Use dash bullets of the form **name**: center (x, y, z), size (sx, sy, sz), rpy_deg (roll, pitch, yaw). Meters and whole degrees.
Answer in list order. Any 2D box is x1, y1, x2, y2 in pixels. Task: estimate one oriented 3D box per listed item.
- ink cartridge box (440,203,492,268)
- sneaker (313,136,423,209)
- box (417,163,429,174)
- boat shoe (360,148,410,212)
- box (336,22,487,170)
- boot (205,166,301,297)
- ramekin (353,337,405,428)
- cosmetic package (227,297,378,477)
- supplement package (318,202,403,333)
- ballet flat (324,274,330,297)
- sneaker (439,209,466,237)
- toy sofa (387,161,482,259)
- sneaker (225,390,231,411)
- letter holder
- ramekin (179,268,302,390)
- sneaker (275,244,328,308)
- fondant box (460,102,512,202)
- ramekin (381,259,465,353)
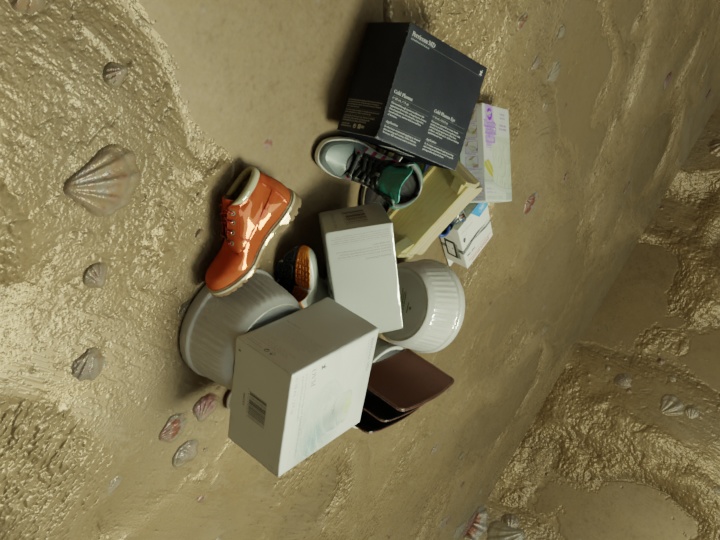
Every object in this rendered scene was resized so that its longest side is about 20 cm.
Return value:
- **ink cartridge box**: center (0.250, -0.090, 1.637), size (0.116, 0.068, 0.200), rpy_deg (-50, 148, -17)
- **sneaker**: center (0.027, -0.159, 1.155), size (0.200, 0.121, 0.084), rpy_deg (13, 104, -34)
- **box**: center (0.162, -0.201, 1.439), size (0.200, 0.048, 0.122), rpy_deg (2, 112, -56)
- **boat shoe**: center (0.059, -0.175, 1.284), size (0.074, 0.073, 0.200), rpy_deg (-8, 121, -53)
- **box**: center (0.088, -0.284, 1.148), size (0.200, 0.104, 0.182), rpy_deg (13, 97, -43)
- **boot**: center (-0.186, -0.059, 1.036), size (0.107, 0.075, 0.200), rpy_deg (38, 84, -44)
- **ramekin**: center (0.005, 0.232, 1.508), size (0.200, 0.098, 0.201), rpy_deg (-35, 140, -36)
- **cosmetic package**: center (-0.090, 0.179, 1.103), size (0.200, 0.123, 0.200), rpy_deg (-25, 134, -46)
- **supplement package**: center (0.000, 0.000, 1.214), size (0.117, 0.117, 0.200), rpy_deg (-10, 113, -6)
- **ballet flat**: center (-0.047, 0.060, 1.329), size (0.067, 0.068, 0.200), rpy_deg (-24, 132, -34)
- **sneaker**: center (0.141, -0.096, 1.395), size (0.075, 0.079, 0.200), rpy_deg (-23, 173, -29)
- **toy sofa**: center (0.125, -0.118, 1.291), size (0.200, 0.083, 0.098), rpy_deg (-48, 160, 22)
- **sneaker**: center (-0.136, 0.219, 1.273), size (0.200, 0.115, 0.078), rpy_deg (-38, 143, -32)
- **letter holder**: center (0.081, 0.257, 1.408), size (0.200, 0.142, 0.101), rpy_deg (-15, 127, -50)
- **ramekin**: center (-0.181, 0.102, 1.125), size (0.200, 0.105, 0.200), rpy_deg (-35, 140, -36)
- **sneaker**: center (-0.096, 0.024, 1.232), size (0.092, 0.076, 0.200), rpy_deg (-43, 153, -40)
- **fondant box**: center (0.265, -0.244, 1.468), size (0.144, 0.058, 0.200), rpy_deg (-10, 97, -56)
- **ramekin**: center (0.112, 0.072, 1.452), size (0.094, 0.202, 0.203), rpy_deg (7, 109, -45)
